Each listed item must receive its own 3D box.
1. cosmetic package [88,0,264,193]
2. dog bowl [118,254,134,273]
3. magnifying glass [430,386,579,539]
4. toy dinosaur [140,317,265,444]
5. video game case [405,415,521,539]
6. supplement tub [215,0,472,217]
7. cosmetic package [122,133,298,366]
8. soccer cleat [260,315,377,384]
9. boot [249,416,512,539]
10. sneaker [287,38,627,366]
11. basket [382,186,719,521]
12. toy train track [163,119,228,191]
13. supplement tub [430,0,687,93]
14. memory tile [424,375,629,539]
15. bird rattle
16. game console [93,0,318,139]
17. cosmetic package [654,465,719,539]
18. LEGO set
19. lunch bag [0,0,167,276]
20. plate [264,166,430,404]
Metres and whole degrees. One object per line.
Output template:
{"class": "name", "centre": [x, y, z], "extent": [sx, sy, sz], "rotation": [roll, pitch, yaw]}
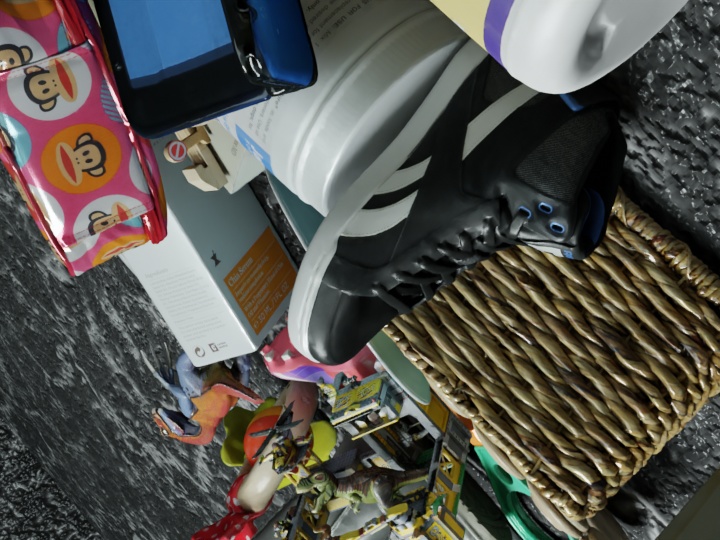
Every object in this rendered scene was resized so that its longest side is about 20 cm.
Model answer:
{"class": "cosmetic package", "centre": [-0.120, -0.163, 0.880], "extent": [0.200, 0.073, 0.104], "rotation": [49, 156, 8]}
{"class": "dog bowl", "centre": [-0.185, -0.052, 1.168], "extent": [0.200, 0.059, 0.201], "rotation": [39, 153, 25]}
{"class": "magnifying glass", "centre": [0.106, 0.145, 0.977], "extent": [0.201, 0.022, 0.079], "rotation": [55, 156, -7]}
{"class": "toy dinosaur", "centre": [-0.151, 0.116, 1.184], "extent": [0.201, 0.104, 0.183], "rotation": [-101, 17, -53]}
{"class": "video game case", "centre": [0.059, 0.210, 1.152], "extent": [0.182, 0.023, 0.200], "rotation": [48, 157, 7]}
{"class": "supplement tub", "centre": [-0.043, -0.137, 0.708], "extent": [0.200, 0.132, 0.132], "rotation": [44, 155, 18]}
{"class": "cosmetic package", "centre": [-0.135, -0.036, 1.029], "extent": [0.071, 0.102, 0.201], "rotation": [-16, 114, 34]}
{"class": "soccer cleat", "centre": [-0.019, 0.074, 1.053], "extent": [0.076, 0.067, 0.200], "rotation": [43, 160, -18]}
{"class": "boot", "centre": [0.004, 0.225, 1.037], "extent": [0.182, 0.200, 0.072], "rotation": [43, -171, 33]}
{"class": "sneaker", "centre": [0.053, -0.017, 0.639], "extent": [0.112, 0.201, 0.073], "rotation": [38, -173, 30]}
{"class": "basket", "centre": [0.112, 0.020, 0.740], "extent": [0.200, 0.149, 0.143], "rotation": [44, -171, 17]}
{"class": "toy train track", "centre": [-0.153, -0.135, 0.848], "extent": [0.114, 0.032, 0.201], "rotation": [1, 124, 60]}
{"class": "supplement tub", "centre": [0.045, -0.179, 0.474], "extent": [0.200, 0.145, 0.146], "rotation": [44, 155, 14]}
{"class": "memory tile", "centre": [0.111, 0.123, 0.847], "extent": [0.200, 0.017, 0.153], "rotation": [49, -171, 2]}
{"class": "bird rattle", "centre": [-0.091, 0.172, 1.170], "extent": [0.112, 0.200, 0.164], "rotation": [31, 122, 3]}
{"class": "game console", "centre": [-0.102, -0.168, 0.593], "extent": [0.171, 0.117, 0.202], "rotation": [-40, -65, -81]}
{"class": "cosmetic package", "centre": [0.192, 0.156, 0.620], "extent": [0.071, 0.200, 0.106], "rotation": [25, 145, 44]}
{"class": "LEGO set", "centre": [-0.018, 0.146, 0.932], "extent": [0.199, 0.154, 0.116], "rotation": [-22, 120, 39]}
{"class": "lunch bag", "centre": [-0.187, -0.115, 0.771], "extent": [0.176, 0.081, 0.201], "rotation": [-124, 15, -50]}
{"class": "plate", "centre": [0.000, 0.000, 0.876], "extent": [0.201, 0.025, 0.200], "rotation": [55, -173, -10]}
